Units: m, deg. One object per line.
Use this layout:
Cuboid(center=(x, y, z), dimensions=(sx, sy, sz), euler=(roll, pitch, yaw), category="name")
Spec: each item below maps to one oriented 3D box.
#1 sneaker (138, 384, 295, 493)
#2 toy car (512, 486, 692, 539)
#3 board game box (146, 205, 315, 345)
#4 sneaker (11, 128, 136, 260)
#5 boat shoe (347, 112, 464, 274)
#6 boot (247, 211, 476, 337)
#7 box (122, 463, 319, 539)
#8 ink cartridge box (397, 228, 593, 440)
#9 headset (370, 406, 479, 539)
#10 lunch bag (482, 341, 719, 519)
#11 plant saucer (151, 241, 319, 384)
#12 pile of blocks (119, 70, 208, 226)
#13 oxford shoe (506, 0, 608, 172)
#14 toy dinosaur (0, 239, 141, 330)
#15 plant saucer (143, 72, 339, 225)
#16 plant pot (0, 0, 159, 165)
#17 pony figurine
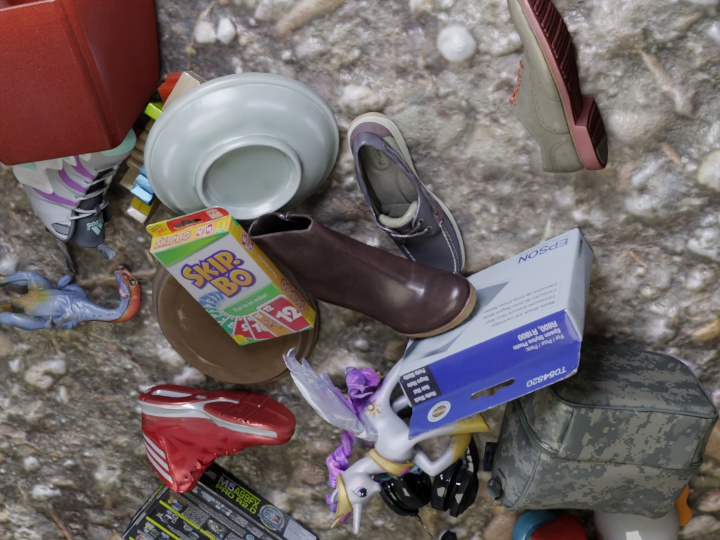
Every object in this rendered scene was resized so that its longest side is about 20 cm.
Cuboid(center=(-0.165, 0.203, 1.602), dimensions=(0.199, 0.078, 0.117), euler=(10, 111, 26), category="sneaker")
Cuboid(center=(0.297, 0.309, 1.518), dimensions=(0.200, 0.184, 0.177), euler=(-42, 105, 3), category="toy car")
Cuboid(center=(-0.135, 0.008, 1.437), dimensions=(0.095, 0.030, 0.200), euler=(-14, 136, 23), category="board game box")
Cuboid(center=(-0.279, -0.077, 1.437), dimensions=(0.199, 0.077, 0.141), euler=(-3, 110, 50), category="sneaker")
Cuboid(center=(0.043, -0.063, 1.393), dimensions=(0.071, 0.065, 0.201), euler=(-18, 116, 22), category="boat shoe")
Cuboid(center=(0.000, 0.000, 1.373), dimensions=(0.199, 0.073, 0.166), euler=(3, 155, 43), category="boot")
Cuboid(center=(-0.175, 0.333, 1.716), dimensions=(0.199, 0.044, 0.160), euler=(36, 125, -7), category="box")
Cuboid(center=(0.132, 0.060, 1.362), dimensions=(0.199, 0.201, 0.041), euler=(-25, 115, 27), category="ink cartridge box")
Cuboid(center=(0.083, 0.243, 1.584), dimensions=(0.122, 0.094, 0.202), euler=(-3, 105, 23), category="headset")
Cuboid(center=(0.240, 0.174, 1.406), dimensions=(0.198, 0.140, 0.169), euler=(7, 114, -15), category="lunch bag")
Cuboid(center=(-0.144, 0.049, 1.541), dimensions=(0.198, 0.030, 0.202), euler=(7, 122, 12), category="plant saucer")
Cuboid(center=(-0.216, -0.129, 1.418), dimensions=(0.062, 0.082, 0.201), euler=(33, 123, 1), category="pile of blocks")
Cuboid(center=(0.167, -0.174, 1.287), dimensions=(0.074, 0.071, 0.201), euler=(-11, 116, 28), category="oxford shoe")
Cuboid(center=(-0.344, 0.029, 1.581), dimensions=(0.180, 0.106, 0.200), euler=(14, 162, -8), category="toy dinosaur")
Cuboid(center=(-0.114, -0.105, 1.367), dimensions=(0.198, 0.050, 0.201), euler=(-10, 138, -9), category="plant saucer")
Cuboid(center=(-0.303, -0.216, 1.329), dimensions=(0.198, 0.200, 0.177), euler=(-6, 126, 19), category="plant pot")
Cuboid(center=(0.017, 0.160, 1.484), dimensions=(0.199, 0.167, 0.194), euler=(-33, 65, 3), category="pony figurine")
